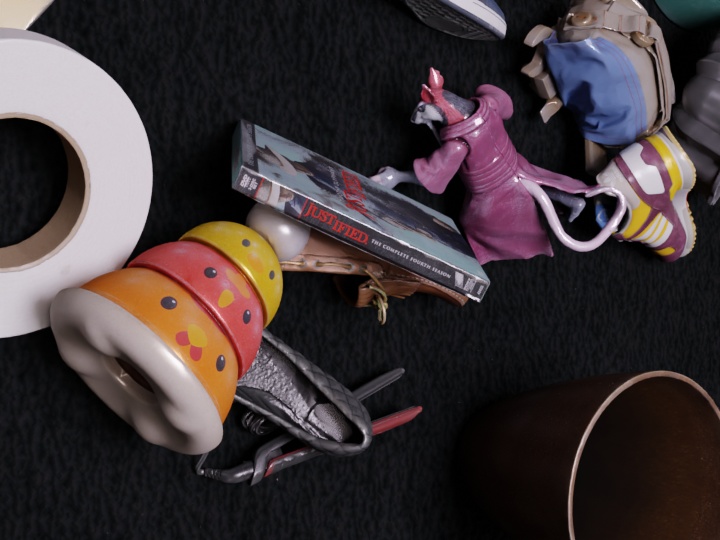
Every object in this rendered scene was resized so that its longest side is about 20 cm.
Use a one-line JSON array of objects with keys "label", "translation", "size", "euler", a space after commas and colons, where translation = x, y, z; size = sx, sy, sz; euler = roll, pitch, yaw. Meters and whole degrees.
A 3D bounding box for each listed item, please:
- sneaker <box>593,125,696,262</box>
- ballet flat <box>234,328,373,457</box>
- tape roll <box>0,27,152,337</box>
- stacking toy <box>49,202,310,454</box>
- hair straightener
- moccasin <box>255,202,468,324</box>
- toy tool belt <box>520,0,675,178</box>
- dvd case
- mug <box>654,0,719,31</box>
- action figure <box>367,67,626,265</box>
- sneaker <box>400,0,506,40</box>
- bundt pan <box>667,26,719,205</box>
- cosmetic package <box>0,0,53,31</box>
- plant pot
[{"label": "sneaker", "translation": [0.265, -0.058, 0.995], "size": [0.089, 0.076, 0.201], "euler": [-26, 147, 3]}, {"label": "ballet flat", "translation": [-0.074, 0.077, 0.793], "size": [0.198, 0.057, 0.067], "euler": [30, 78, -8]}, {"label": "tape roll", "translation": [-0.233, -0.054, 0.682], "size": [0.201, 0.037, 0.206], "euler": [-19, 123, -31]}, {"label": "stacking toy", "translation": [-0.105, 0.012, 0.733], "size": [0.147, 0.145, 0.201], "euler": [52, 59, -21]}, {"label": "hair straightener", "translation": [-0.047, 0.116, 0.849], "size": [0.198, 0.041, 0.078], "euler": [-19, 79, -25]}, {"label": "moccasin", "translation": [0.001, 0.000, 0.848], "size": [0.199, 0.073, 0.079], "euler": [17, 84, -30]}, {"label": "toy tool belt", "translation": [0.206, -0.190, 0.946], "size": [0.123, 0.124, 0.201], "euler": [-53, 126, -21]}, {"label": "dvd case", "translation": [-0.005, -0.048, 0.784], "size": [0.198, 0.146, 0.022], "euler": [23, 107, -14]}, {"label": "mug", "translation": [0.394, -0.330, 1.070], "size": [0.183, 0.114, 0.155], "euler": [1, 89, -31]}, {"label": "action figure", "translation": [0.107, -0.084, 0.881], "size": [0.135, 0.148, 0.200], "euler": [-52, 128, -14]}, {"label": "sneaker", "translation": [0.074, -0.288, 0.872], "size": [0.201, 0.076, 0.148], "euler": [22, 84, -46]}, {"label": "bundt pan", "translation": [0.363, -0.170, 1.028], "size": [0.075, 0.203, 0.203], "euler": [30, 68, 18]}, {"label": "cosmetic package", "translation": [-0.284, -0.238, 0.671], "size": [0.200, 0.071, 0.106], "euler": [44, 69, -24]}, {"label": "plant pot", "translation": [0.177, 0.171, 0.885], "size": [0.184, 0.199, 0.190], "euler": [-1, 91, -31]}]
